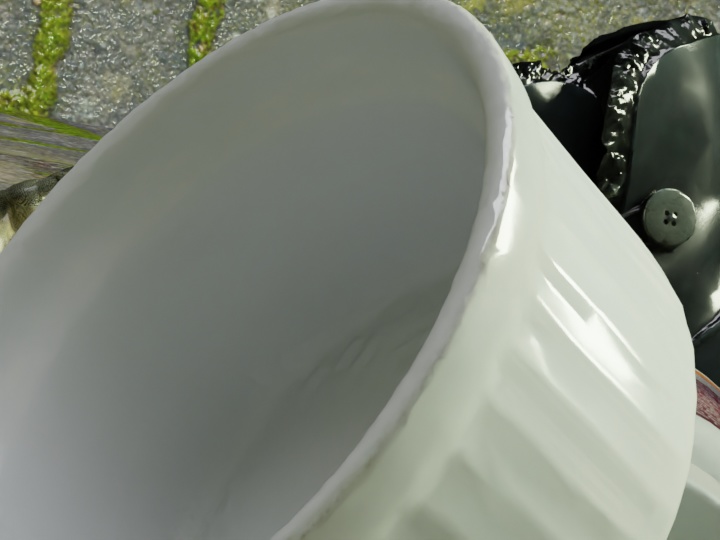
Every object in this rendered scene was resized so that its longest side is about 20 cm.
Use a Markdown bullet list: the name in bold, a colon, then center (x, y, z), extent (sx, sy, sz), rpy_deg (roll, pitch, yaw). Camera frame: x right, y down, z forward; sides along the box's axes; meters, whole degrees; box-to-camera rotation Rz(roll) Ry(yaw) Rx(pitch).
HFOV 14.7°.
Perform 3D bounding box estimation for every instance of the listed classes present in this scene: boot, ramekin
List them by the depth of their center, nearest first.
- **ramekin**: center (-0.014, 0.040, 0.674), extent (0.098, 0.201, 0.200), rpy_deg (42, -12, -31)
- **boot**: center (0.138, -0.010, 1.001), extent (0.199, 0.170, 0.076), rpy_deg (-10, 3, -16)

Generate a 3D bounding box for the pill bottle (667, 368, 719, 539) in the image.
- **pill bottle**: center (0.067, 0.086, 0.793), extent (0.113, 0.115, 0.200), rpy_deg (11, 6, 3)

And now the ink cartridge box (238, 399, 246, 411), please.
- **ink cartridge box**: center (-0.076, 0.045, 0.870), extent (0.144, 0.084, 0.200), rpy_deg (3, 15, -9)

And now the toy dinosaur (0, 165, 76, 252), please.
- **toy dinosaur**: center (-0.069, -0.015, 0.850), extent (0.087, 0.048, 0.200), rpy_deg (2, 10, 17)
